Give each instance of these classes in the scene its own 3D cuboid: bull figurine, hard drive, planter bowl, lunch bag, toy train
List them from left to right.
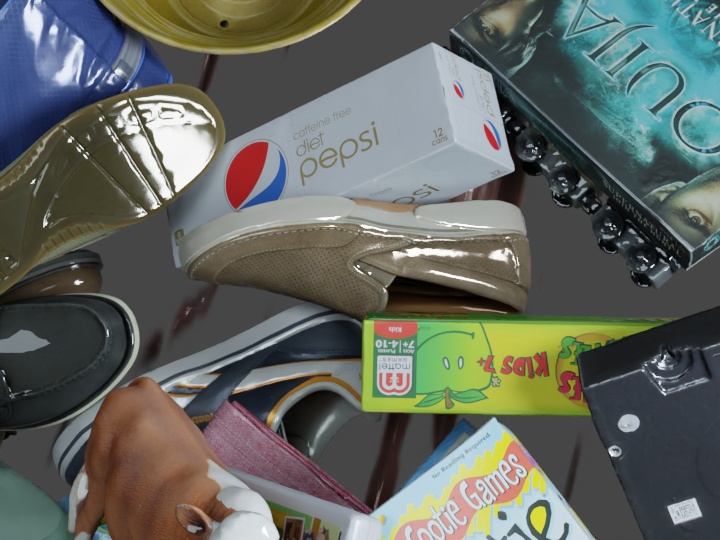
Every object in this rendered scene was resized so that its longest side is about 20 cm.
[{"bbox_3d":[-0.219,-0.092,1.063,0.200,0.132,0.136,-47,30,2],"label":"lunch bag"},{"bbox_3d":[-0.089,0.131,0.828,0.122,0.065,0.200,-66,30,16],"label":"bull figurine"},{"bbox_3d":[-0.075,-0.203,1.073,0.200,0.083,0.201,0,69,1],"label":"planter bowl"},{"bbox_3d":[0.117,-0.070,1.008,0.046,0.034,0.200,-41,66,-2],"label":"toy train"},{"bbox_3d":[0.203,0.104,0.852,0.139,0.200,0.038,-20,27,13],"label":"hard drive"}]

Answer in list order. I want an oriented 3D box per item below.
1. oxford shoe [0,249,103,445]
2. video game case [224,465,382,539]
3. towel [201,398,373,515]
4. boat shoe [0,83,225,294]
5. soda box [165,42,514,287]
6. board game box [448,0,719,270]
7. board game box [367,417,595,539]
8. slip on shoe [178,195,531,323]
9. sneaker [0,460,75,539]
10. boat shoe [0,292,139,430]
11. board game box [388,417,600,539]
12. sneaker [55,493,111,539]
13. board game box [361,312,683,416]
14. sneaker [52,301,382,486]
[{"bbox_3d":[-0.224,0.064,1.065,0.200,0.073,0.084,-41,70,15],"label":"oxford shoe"},{"bbox_3d":[-0.072,0.200,0.857,0.182,0.022,0.200,9,84,53],"label":"video game case"},{"bbox_3d":[-0.077,0.190,0.938,0.144,0.023,0.200,38,88,6],"label":"towel"},{"bbox_3d":[-0.171,-0.043,0.999,0.200,0.063,0.073,-36,104,-9],"label":"boat shoe"},{"bbox_3d":[-0.017,-0.057,1.002,0.200,0.068,0.064,-23,67,29],"label":"soda box"},{"bbox_3d":[0.165,-0.109,0.989,0.135,0.028,0.200,-39,65,-13],"label":"board game box"},{"bbox_3d":[0.089,0.183,0.861,0.105,0.103,0.200,-38,82,1],"label":"board game box"},{"bbox_3d":[0.000,0.000,0.972,0.200,0.076,0.061,-1,69,-18],"label":"slip on shoe"},{"bbox_3d":[-0.231,0.087,0.932,0.200,0.074,0.118,29,126,0],"label":"sneaker"},{"bbox_3d":[-0.223,0.058,0.996,0.201,0.063,0.074,-13,79,19],"label":"boat shoe"},{"bbox_3d":[0.041,0.200,0.951,0.134,0.034,0.200,42,90,24],"label":"board game box"},{"bbox_3d":[-0.154,0.217,0.987,0.130,0.080,0.200,-32,67,8],"label":"sneaker"},{"bbox_3d":[0.101,0.048,0.906,0.199,0.102,0.048,1,90,1],"label":"board game box"},{"bbox_3d":[-0.081,0.092,1.000,0.200,0.078,0.080,-28,62,7],"label":"sneaker"}]
